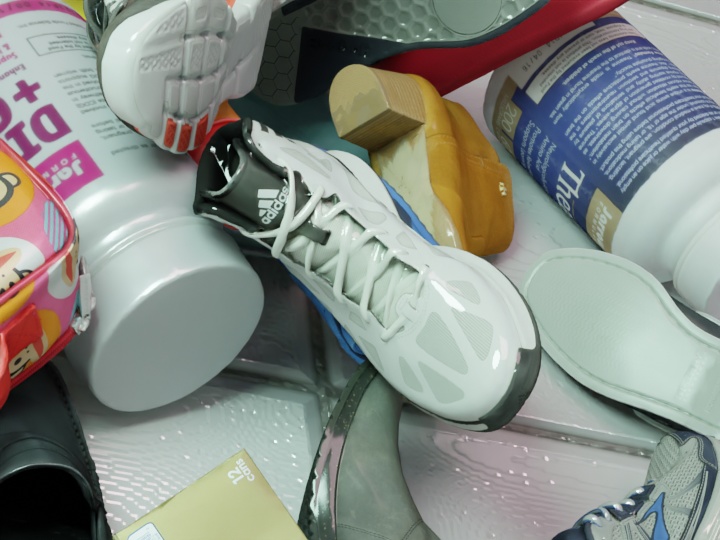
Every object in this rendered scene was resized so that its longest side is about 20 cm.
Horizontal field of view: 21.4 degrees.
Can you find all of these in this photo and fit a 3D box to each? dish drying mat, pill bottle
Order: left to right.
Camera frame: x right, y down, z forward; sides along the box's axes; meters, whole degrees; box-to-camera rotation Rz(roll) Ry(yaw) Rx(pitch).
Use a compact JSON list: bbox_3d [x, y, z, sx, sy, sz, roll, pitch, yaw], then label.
[{"bbox_3d":[-0.137,-0.035,0.931,0.113,0.114,0.200,-11,49,-39],"label":"pill bottle"},{"bbox_3d":[0.083,-0.143,1.153,0.018,0.199,0.077,54,24,-27],"label":"dish drying mat"},{"bbox_3d":[0.174,-0.064,1.156,0.110,0.111,0.200,-13,50,-40],"label":"pill bottle"}]

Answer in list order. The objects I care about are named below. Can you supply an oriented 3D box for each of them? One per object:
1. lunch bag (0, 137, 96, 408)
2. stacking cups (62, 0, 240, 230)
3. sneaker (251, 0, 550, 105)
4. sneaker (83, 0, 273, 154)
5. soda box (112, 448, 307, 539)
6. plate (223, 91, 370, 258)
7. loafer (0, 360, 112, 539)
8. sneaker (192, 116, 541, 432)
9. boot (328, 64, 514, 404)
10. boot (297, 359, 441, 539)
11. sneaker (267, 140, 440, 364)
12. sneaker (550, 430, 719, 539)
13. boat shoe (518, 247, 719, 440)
[{"bbox_3d":[-0.216,0.017,0.801,0.200,0.082,0.176,-38,65,-25],"label":"lunch bag"},{"bbox_3d":[-0.103,-0.090,1.014,0.060,0.061,0.200,-5,42,-35],"label":"stacking cups"},{"bbox_3d":[0.037,-0.171,1.125,0.077,0.201,0.146,67,24,-14],"label":"sneaker"},{"bbox_3d":[-0.102,-0.107,0.912,0.081,0.078,0.200,16,13,7],"label":"sneaker"},{"bbox_3d":[-0.016,0.174,0.734,0.064,0.068,0.201,-31,75,-17],"label":"soda box"},{"bbox_3d":[-0.080,-0.068,1.083,0.199,0.026,0.201,17,36,-12],"label":"plate"},{"bbox_3d":[-0.135,0.101,0.802,0.068,0.071,0.201,8,39,-23],"label":"loafer"},{"bbox_3d":[-0.012,-0.001,0.852,0.115,0.076,0.200,19,19,-46],"label":"sneaker"},{"bbox_3d":[0.051,-0.017,1.060,0.144,0.070,0.203,15,57,-58],"label":"boot"},{"bbox_3d":[0.032,0.137,0.853,0.130,0.068,0.201,15,45,-1],"label":"boot"},{"bbox_3d":[0.000,0.000,0.956,0.200,0.066,0.078,44,19,22],"label":"sneaker"},{"bbox_3d":[0.131,0.137,0.915,0.085,0.077,0.200,22,36,2],"label":"sneaker"},{"bbox_3d":[0.174,0.055,1.054,0.200,0.076,0.060,36,-2,30],"label":"boat shoe"}]
